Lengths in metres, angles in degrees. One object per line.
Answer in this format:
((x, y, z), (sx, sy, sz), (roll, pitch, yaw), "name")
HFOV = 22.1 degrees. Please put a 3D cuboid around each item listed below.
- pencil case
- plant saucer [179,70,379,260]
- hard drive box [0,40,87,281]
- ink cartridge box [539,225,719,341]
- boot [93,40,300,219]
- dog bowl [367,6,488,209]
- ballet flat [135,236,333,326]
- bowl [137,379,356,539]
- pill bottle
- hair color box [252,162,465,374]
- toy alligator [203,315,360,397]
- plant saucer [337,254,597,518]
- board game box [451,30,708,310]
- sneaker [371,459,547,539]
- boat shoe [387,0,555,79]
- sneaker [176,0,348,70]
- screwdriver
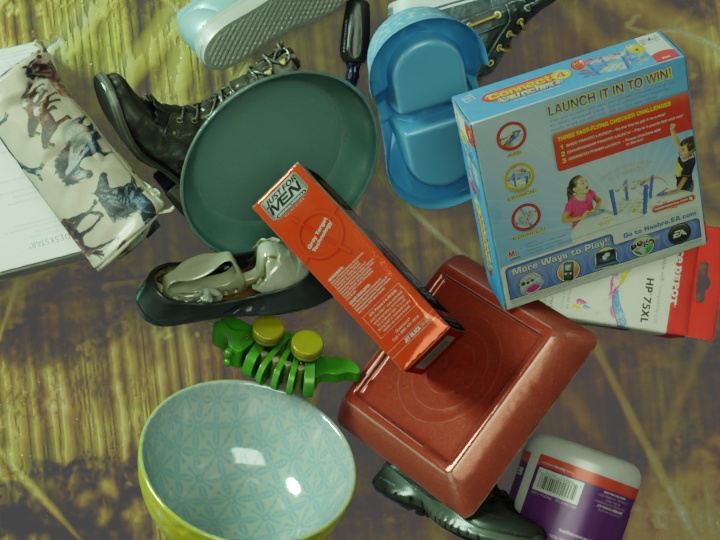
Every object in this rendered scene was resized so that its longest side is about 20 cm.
((-0.255, -0.103, 1.632), (0.089, 0.078, 0.200), (-37, 93, -8), "pencil case")
((-0.079, -0.102, 1.691), (0.199, 0.036, 0.201), (-17, 131, -21), "plant saucer")
((-0.341, -0.093, 1.701), (0.155, 0.077, 0.201), (-14, 88, -4), "hard drive box")
((0.251, -0.002, 1.737), (0.199, 0.067, 0.117), (8, 87, -3), "ink cartridge box")
((-0.133, -0.152, 1.694), (0.174, 0.069, 0.200), (-38, 131, -2), "boot")
((0.064, -0.152, 1.694), (0.111, 0.050, 0.201), (-17, 125, -5), "dog bowl")
((-0.106, 0.007, 1.685), (0.199, 0.073, 0.073), (-9, 88, -14), "ballet flat")
((-0.111, 0.206, 1.675), (0.199, 0.201, 0.108), (15, 130, -3), "bowl")
((0.178, 0.258, 1.699), (0.112, 0.112, 0.201), (20, 87, -2), "pill bottle")
((0.000, 0.000, 1.640), (0.061, 0.101, 0.200), (-44, 79, 5), "hair color box")
((-0.099, 0.076, 1.707), (0.199, 0.059, 0.054), (20, 48, 8), "toy alligator")
((0.085, 0.093, 1.673), (0.200, 0.199, 0.037), (-54, 135, -3), "plant saucer")
((0.195, -0.086, 1.624), (0.199, 0.056, 0.197), (-18, 123, -7), "board game box")
((0.095, 0.198, 1.670), (0.200, 0.073, 0.082), (24, 82, 42), "sneaker")
((0.131, -0.232, 1.744), (0.199, 0.071, 0.091), (-15, 93, 2), "boat shoe")
((-0.085, -0.268, 1.730), (0.200, 0.074, 0.082), (-30, 57, -20), "sneaker")
((-0.013, -0.158, 1.755), (0.029, 0.028, 0.201), (10, 94, 27), "screwdriver")
